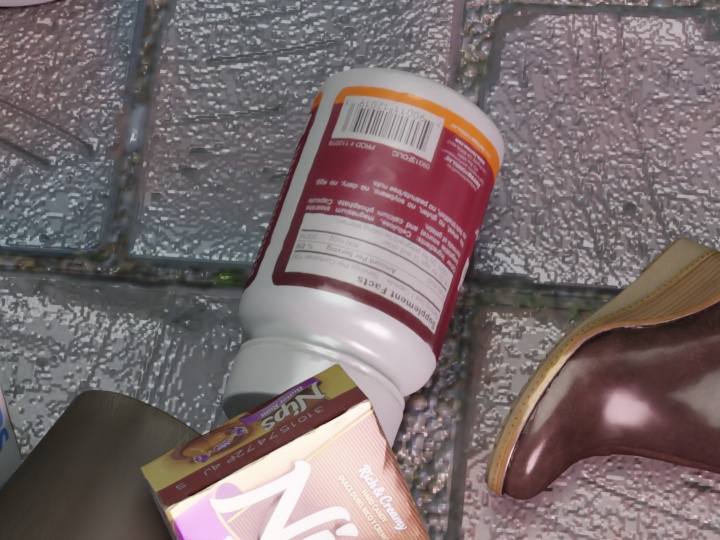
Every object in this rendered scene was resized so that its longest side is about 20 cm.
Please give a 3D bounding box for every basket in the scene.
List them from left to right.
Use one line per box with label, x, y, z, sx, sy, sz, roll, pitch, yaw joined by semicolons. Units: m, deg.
basket;-0.153;0.174;1.318;0.180;0.136;0.200;11;58;35

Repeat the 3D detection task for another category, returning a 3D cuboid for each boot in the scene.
boot;0.183;0.085;1.368;0.166;0.072;0.200;38;69;21

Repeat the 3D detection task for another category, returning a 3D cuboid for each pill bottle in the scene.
pill bottle;0.000;0.000;1.397;0.114;0.114;0.201;15;67;10

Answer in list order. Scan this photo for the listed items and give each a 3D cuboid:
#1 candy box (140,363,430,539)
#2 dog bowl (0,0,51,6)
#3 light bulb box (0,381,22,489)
candy box;-0.018;0.162;1.285;0.116;0.201;0.056;-27;27;-9
dog bowl;-0.214;-0.267;1.556;0.199;0.079;0.201;-1;65;3
light bulb box;-0.318;0.094;1.322;0.198;0.125;0.200;20;50;26
